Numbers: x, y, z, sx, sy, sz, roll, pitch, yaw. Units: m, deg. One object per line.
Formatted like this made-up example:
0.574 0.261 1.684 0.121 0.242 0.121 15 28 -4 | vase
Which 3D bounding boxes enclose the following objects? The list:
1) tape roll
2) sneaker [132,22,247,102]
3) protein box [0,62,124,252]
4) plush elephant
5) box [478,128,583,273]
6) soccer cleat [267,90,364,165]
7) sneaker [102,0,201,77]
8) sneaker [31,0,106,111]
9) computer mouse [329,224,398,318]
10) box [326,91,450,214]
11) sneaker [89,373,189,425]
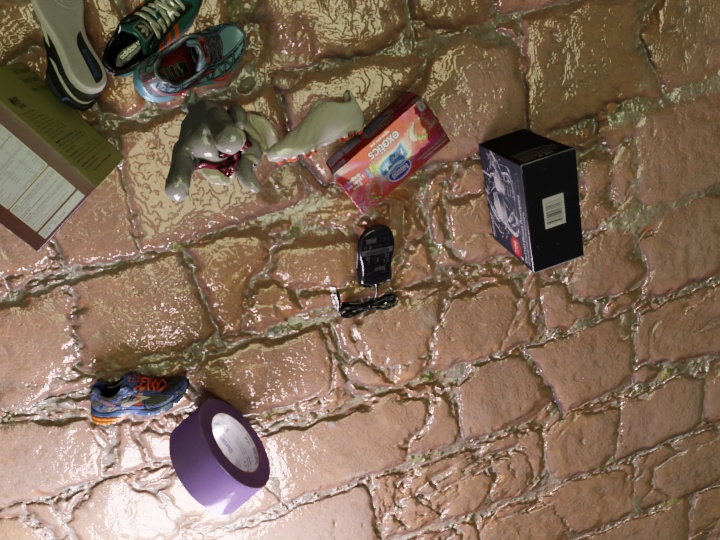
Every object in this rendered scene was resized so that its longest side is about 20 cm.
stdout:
-0.272 0.360 1.101 0.085 0.201 0.200 -40 115 6 | tape roll
-0.241 -0.317 0.852 0.200 0.095 0.080 -43 114 -26 | sneaker
-0.488 -0.173 0.830 0.135 0.199 0.200 -41 115 7 | protein box
-0.216 -0.191 0.917 0.164 0.203 0.154 -38 139 20 | plush elephant
0.309 -0.132 1.031 0.102 0.183 0.204 -17 115 -4 | box
-0.079 -0.239 0.945 0.198 0.069 0.079 -30 107 -29 | soccer cleat
-0.313 -0.368 0.851 0.200 0.080 0.071 -45 114 8 | sneaker
-0.452 -0.339 0.841 0.072 0.111 0.205 -18 88 -45 | sneaker
0.000 0.000 1.097 0.137 0.046 0.204 -15 126 -11 | computer mouse
0.045 -0.208 0.986 0.199 0.100 0.096 -40 115 6 | box
-0.429 0.236 1.087 0.195 0.075 0.080 -13 112 -8 | sneaker
